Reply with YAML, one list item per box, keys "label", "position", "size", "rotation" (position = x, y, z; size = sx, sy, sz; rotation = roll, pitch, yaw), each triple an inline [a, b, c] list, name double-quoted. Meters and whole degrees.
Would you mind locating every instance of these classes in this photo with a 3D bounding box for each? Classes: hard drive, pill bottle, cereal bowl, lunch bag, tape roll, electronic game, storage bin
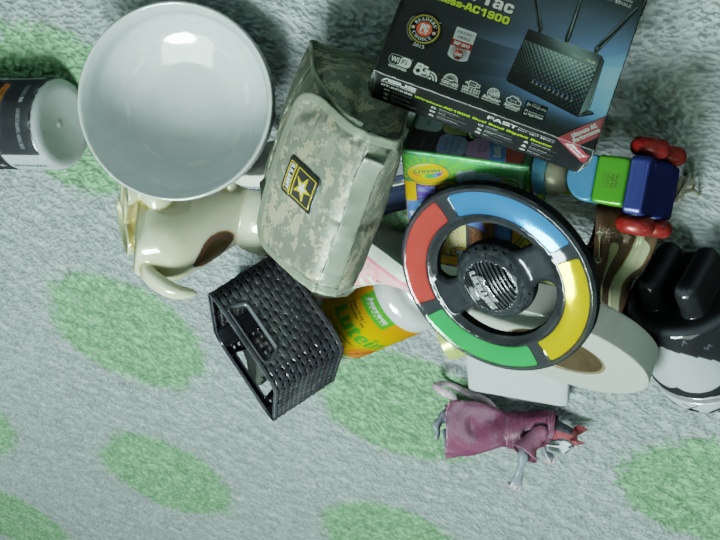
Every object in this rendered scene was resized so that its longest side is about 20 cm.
- label: "hard drive"
  position: [0.196, 0.091, 1.290]
  size: [0.132, 0.025, 0.200]
  rotation: [8, 140, 17]
- label: "pill bottle"
  position: [0.034, 0.029, 1.225]
  size: [0.111, 0.111, 0.200]
  rotation: [40, 138, -22]
- label: "pill bottle"
  position: [-0.429, -0.171, 1.217]
  size: [0.200, 0.106, 0.106]
  rotation: [3, 138, 23]
- label: "cereal bowl"
  position: [-0.183, -0.173, 1.069]
  size: [0.200, 0.083, 0.201]
  rotation: [0, 99, 3]
- label: "lunch bag"
  position: [-0.024, -0.094, 0.953]
  size: [0.117, 0.200, 0.164]
  rotation: [14, 119, -14]
- label: "tape roll"
  position: [0.208, 0.070, 1.083]
  size: [0.202, 0.037, 0.203]
  rotation: [22, 163, 7]
- label: "electronic game"
  position: [0.128, 0.008, 0.972]
  size: [0.200, 0.042, 0.200]
  rotation: [19, 129, 25]
- label: "storage bin"
  position: [-0.098, 0.080, 1.195]
  size: [0.135, 0.094, 0.200]
  rotation: [54, 166, 12]

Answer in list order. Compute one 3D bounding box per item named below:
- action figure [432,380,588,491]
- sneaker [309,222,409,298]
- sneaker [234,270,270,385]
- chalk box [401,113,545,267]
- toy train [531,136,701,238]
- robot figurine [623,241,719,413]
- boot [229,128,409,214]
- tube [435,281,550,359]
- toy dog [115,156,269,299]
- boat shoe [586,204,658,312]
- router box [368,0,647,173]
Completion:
- label: "action figure"
  position: [0.205, 0.210, 1.398]
  size: [0.200, 0.134, 0.149]
  rotation: [-5, 94, 15]
- label: "sneaker"
  position: [0.000, 0.000, 1.135]
  size: [0.075, 0.105, 0.200]
  rotation: [5, -158, -41]
- label: "sneaker"
  position: [-0.137, 0.077, 1.414]
  size: [0.082, 0.073, 0.200]
  rotation: [29, 139, 18]
- label: "chalk box"
  position: [0.116, -0.109, 1.011]
  size: [0.124, 0.125, 0.200]
  rotation: [11, 142, 15]
- label: "toy train"
  position: [0.244, -0.081, 0.979]
  size: [0.116, 0.085, 0.200]
  rotation: [13, -173, 28]
- label: "robot figurine"
  position: [0.355, 0.064, 1.098]
  size: [0.125, 0.150, 0.200]
  rotation: [-27, 128, 5]
- label: "boot"
  position: [-0.035, -0.093, 1.111]
  size: [0.199, 0.073, 0.090]
  rotation: [-6, 129, 9]
- label: "tube"
  position: [0.184, 0.048, 1.188]
  size: [0.200, 0.052, 0.058]
  rotation: [-21, 153, 20]
- label: "toy dog"
  position: [-0.161, -0.066, 1.159]
  size: [0.200, 0.194, 0.140]
  rotation: [-8, 137, -19]
- label: "boat shoe"
  position: [0.244, 0.001, 1.085]
  size: [0.075, 0.075, 0.203]
  rotation: [12, 136, 0]
- label: "router box"
  position: [0.125, -0.191, 0.883]
  size: [0.200, 0.150, 0.062]
  rotation: [20, 168, 2]
